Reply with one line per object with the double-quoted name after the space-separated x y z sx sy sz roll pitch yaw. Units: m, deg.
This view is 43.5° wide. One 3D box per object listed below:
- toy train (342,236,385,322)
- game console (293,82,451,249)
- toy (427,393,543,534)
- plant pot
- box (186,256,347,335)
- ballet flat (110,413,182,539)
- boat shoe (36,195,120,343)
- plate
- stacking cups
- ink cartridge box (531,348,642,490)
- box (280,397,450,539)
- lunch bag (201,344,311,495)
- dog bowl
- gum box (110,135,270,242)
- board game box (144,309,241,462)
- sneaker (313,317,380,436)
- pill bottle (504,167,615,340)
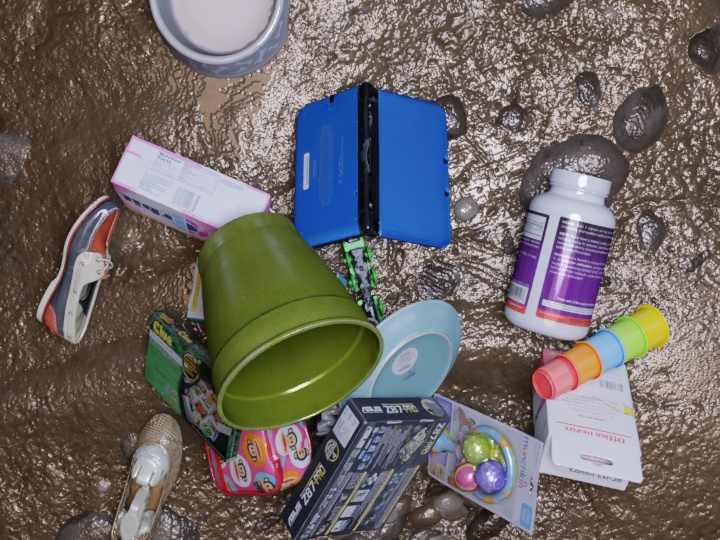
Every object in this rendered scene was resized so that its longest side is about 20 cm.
0.000 0.000 1.186 0.041 0.056 0.204 -14 96 -5 "toy train"
0.014 -0.120 1.153 0.168 0.118 0.204 -13 66 32 "game console"
0.140 0.242 1.144 0.046 0.199 0.118 -3 103 -33 "toy"
-0.101 0.045 1.040 0.198 0.201 0.195 -32 59 5 "plant pot"
-0.121 0.036 1.168 0.196 0.049 0.084 7 81 15 "box"
-0.291 0.297 1.228 0.069 0.065 0.204 15 97 1 "ballet flat"
-0.360 -0.001 1.190 0.062 0.071 0.202 32 103 14 "boat shoe"
0.058 0.128 1.144 0.201 0.199 0.026 -53 51 6 "plate"
0.301 0.108 1.141 0.197 0.060 0.062 -24 96 -24 "stacking cups"
0.278 0.196 1.123 0.114 0.201 0.068 11 126 1 "ink cartridge box"
0.008 0.251 1.148 0.159 0.049 0.202 7 120 -42 "box"
-0.152 0.186 1.174 0.175 0.081 0.204 -15 88 47 "lunch bag"
-0.179 -0.351 1.152 0.196 0.059 0.205 0 97 3 "dog bowl"
-0.216 -0.089 1.148 0.197 0.114 0.067 24 76 -1 "gum box"
-0.214 0.144 1.155 0.199 0.023 0.107 35 125 37 "board game box"
0.000 0.142 1.174 0.080 0.076 0.202 16 129 -8 "sneaker"
0.256 -0.021 1.145 0.110 0.112 0.204 13 97 1 "pill bottle"
